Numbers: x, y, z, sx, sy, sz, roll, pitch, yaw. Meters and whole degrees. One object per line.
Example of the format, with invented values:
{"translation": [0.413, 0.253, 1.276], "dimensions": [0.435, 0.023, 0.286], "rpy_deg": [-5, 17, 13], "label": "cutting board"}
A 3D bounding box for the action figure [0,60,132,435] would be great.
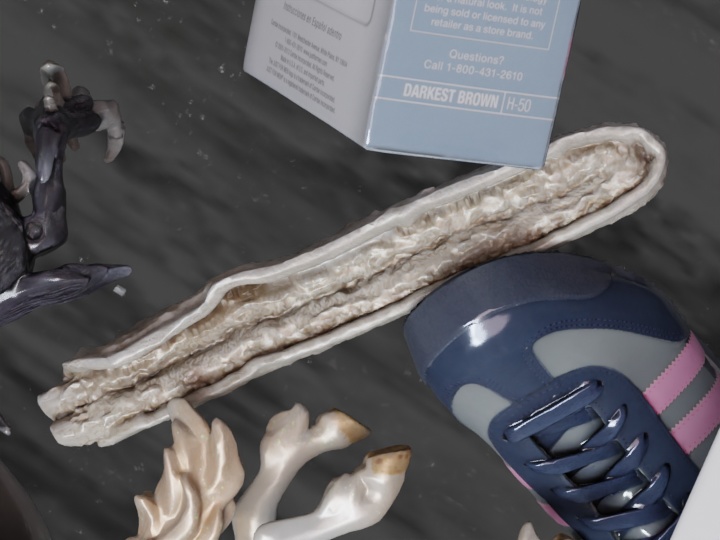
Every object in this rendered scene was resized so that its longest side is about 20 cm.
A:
{"translation": [-0.134, -0.044, 0.861], "dimensions": [0.119, 0.102, 0.200], "rpy_deg": [-6, 84, 1], "label": "action figure"}

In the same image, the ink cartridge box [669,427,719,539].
{"translation": [0.180, 0.082, 0.779], "dimensions": [0.084, 0.200, 0.145], "rpy_deg": [37, 115, 39], "label": "ink cartridge box"}

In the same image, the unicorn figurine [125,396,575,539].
{"translation": [0.013, 0.128, 0.784], "dimensions": [0.200, 0.074, 0.137], "rpy_deg": [28, 86, 11], "label": "unicorn figurine"}

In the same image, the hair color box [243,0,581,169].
{"translation": [0.027, -0.139, 0.767], "dimensions": [0.061, 0.099, 0.200], "rpy_deg": [5, 104, -25], "label": "hair color box"}

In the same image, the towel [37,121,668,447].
{"translation": [0.000, 0.000, 0.846], "dimensions": [0.200, 0.133, 0.034], "rpy_deg": [-24, 92, 5], "label": "towel"}

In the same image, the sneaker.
{"translation": [0.086, 0.060, 0.821], "dimensions": [0.070, 0.200, 0.082], "rpy_deg": [-31, 53, 21], "label": "sneaker"}

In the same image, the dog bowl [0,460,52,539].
{"translation": [-0.177, 0.059, 0.829], "dimensions": [0.200, 0.200, 0.059], "rpy_deg": [39, 96, -5], "label": "dog bowl"}
